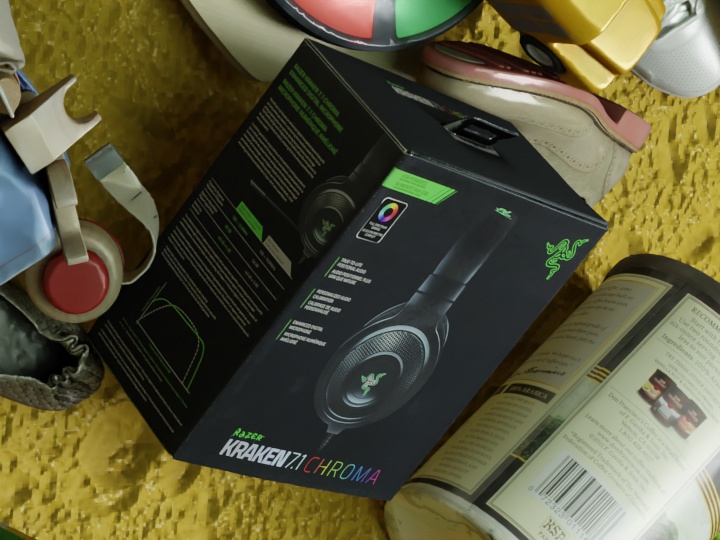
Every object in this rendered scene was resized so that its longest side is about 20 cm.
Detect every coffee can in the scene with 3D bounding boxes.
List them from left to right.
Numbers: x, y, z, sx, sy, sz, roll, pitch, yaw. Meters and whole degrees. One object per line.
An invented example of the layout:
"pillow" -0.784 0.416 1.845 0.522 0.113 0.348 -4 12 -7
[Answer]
"coffee can" 0.131 0.109 1.299 0.200 0.146 0.147 -43 121 -23

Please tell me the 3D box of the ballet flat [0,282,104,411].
"ballet flat" -0.198 0.020 1.095 0.200 0.046 0.068 28 80 -37

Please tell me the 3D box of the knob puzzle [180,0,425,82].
"knob puzzle" -0.036 -0.193 1.191 0.219 0.030 0.221 -8 104 -36

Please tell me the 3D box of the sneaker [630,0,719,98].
"sneaker" 0.150 -0.157 1.277 0.074 0.116 0.200 -34 116 8

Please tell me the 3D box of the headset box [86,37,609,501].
"headset box" 0.000 0.000 1.143 0.174 0.093 0.200 18 115 -51

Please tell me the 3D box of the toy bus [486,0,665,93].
"toy bus" 0.076 -0.173 1.150 0.200 0.078 0.065 44 79 -23

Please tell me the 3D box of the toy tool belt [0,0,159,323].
"toy tool belt" -0.170 -0.045 1.034 0.125 0.123 0.200 -34 108 3

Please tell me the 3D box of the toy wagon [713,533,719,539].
"toy wagon" 0.271 0.169 1.482 0.155 0.039 0.201 -9 104 -36

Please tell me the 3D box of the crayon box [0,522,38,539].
"crayon box" -0.115 0.185 1.090 0.051 0.200 0.127 -51 123 -19

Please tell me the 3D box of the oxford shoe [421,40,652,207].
"oxford shoe" 0.090 -0.070 1.264 0.200 0.070 0.075 18 99 -53

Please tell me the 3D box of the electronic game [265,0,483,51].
"electronic game" 0.011 -0.210 1.179 0.199 0.042 0.201 -8 103 -37
